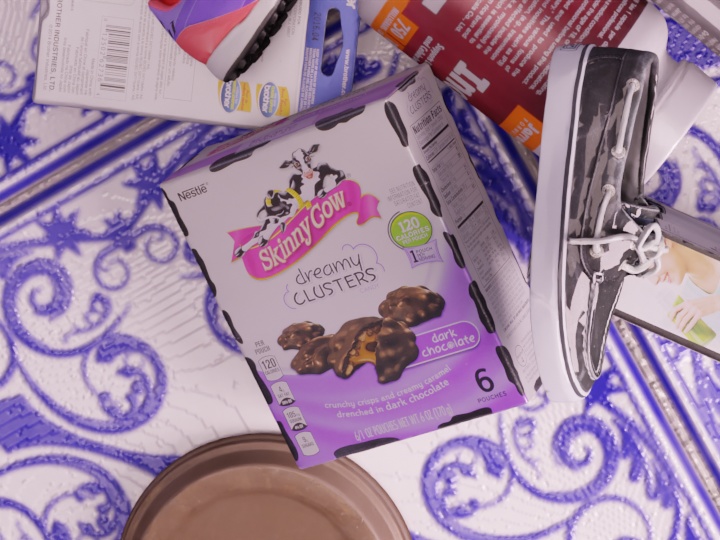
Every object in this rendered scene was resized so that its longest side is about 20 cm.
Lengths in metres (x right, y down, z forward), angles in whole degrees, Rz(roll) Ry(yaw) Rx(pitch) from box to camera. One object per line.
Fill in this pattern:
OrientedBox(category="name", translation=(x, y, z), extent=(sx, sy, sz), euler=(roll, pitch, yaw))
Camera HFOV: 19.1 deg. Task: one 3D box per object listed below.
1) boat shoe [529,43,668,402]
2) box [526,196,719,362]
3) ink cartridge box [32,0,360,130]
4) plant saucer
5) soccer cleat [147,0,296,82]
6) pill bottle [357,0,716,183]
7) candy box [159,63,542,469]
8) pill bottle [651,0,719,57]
OrientedBox(category="boat shoe", translation=(0.137, -0.024, 1.188), extent=(0.068, 0.074, 0.200), euler=(5, 91, 20))
OrientedBox(category="box", translation=(0.201, 0.008, 1.284), extent=(0.200, 0.117, 0.060), euler=(24, 102, 0))
OrientedBox(category="ink cartridge box", translation=(-0.098, -0.152, 1.323), extent=(0.199, 0.042, 0.120), euler=(7, 99, 6))
OrientedBox(category="plant saucer", translation=(-0.061, 0.205, 1.380), extent=(0.199, 0.029, 0.201), euler=(1, 100, 5))
OrientedBox(category="soccer cleat", translation=(-0.051, -0.203, 1.243), extent=(0.073, 0.068, 0.200), euler=(37, 118, 1))
OrientedBox(category="pill bottle", translation=(0.106, -0.137, 1.270), extent=(0.200, 0.113, 0.113), euler=(37, 100, -1))
OrientedBox(category="candy box", translation=(0.000, 0.000, 1.284), extent=(0.167, 0.072, 0.200), euler=(-19, 104, 30))
OrientedBox(category="pill bottle", translation=(0.224, -0.187, 1.252), extent=(0.200, 0.114, 0.114), euler=(40, 100, -2))
